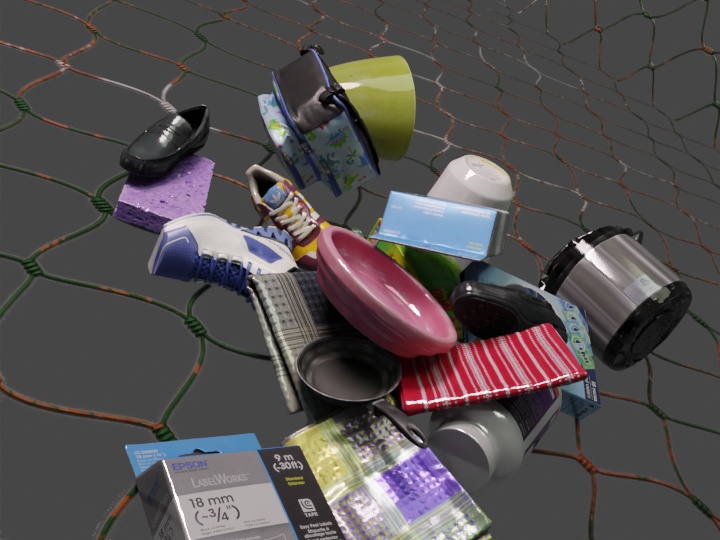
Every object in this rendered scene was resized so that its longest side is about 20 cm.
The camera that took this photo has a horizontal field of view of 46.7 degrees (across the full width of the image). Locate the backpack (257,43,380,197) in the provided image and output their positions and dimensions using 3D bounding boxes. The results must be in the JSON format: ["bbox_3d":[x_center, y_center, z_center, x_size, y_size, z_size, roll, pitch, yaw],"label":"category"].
[{"bbox_3d":[-0.068,-0.216,1.324,0.200,0.146,0.184,55,7,-45],"label":"backpack"}]

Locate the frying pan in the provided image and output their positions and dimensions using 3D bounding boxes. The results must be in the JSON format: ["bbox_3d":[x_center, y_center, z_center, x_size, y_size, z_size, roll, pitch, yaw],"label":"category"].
[{"bbox_3d":[0.017,0.123,0.881,0.189,0.031,0.115,26,35,27],"label":"frying pan"}]

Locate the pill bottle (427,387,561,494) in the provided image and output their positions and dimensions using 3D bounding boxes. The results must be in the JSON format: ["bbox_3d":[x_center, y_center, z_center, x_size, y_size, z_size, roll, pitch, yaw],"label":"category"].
[{"bbox_3d":[0.150,0.172,0.952,0.112,0.113,0.200,37,31,17],"label":"pill bottle"}]

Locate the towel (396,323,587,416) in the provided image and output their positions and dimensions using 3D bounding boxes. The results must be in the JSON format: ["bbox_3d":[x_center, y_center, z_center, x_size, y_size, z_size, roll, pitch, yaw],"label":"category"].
[{"bbox_3d":[0.136,0.108,0.928,0.198,0.023,0.145,-12,16,2],"label":"towel"}]

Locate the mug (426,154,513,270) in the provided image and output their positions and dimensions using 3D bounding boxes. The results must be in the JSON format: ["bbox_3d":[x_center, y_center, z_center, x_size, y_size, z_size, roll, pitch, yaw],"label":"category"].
[{"bbox_3d":[0.170,-0.109,1.358,0.148,0.154,0.187,21,30,-9],"label":"mug"}]

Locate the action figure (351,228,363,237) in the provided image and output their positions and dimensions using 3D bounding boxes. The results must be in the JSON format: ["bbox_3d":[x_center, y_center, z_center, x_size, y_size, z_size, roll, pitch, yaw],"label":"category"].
[{"bbox_3d":[0.000,0.000,1.164,0.117,0.055,0.200,13,29,-17],"label":"action figure"}]

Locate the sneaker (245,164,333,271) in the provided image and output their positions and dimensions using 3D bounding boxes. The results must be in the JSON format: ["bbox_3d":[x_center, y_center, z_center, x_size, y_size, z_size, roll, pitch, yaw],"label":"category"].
[{"bbox_3d":[-0.095,-0.069,1.138,0.200,0.075,0.090,42,-7,37],"label":"sneaker"}]

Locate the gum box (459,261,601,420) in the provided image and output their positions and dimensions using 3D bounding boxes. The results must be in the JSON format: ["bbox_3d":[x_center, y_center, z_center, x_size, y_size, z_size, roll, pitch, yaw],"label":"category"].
[{"bbox_3d":[0.230,0.093,1.141,0.199,0.045,0.171,25,43,-21],"label":"gum box"}]

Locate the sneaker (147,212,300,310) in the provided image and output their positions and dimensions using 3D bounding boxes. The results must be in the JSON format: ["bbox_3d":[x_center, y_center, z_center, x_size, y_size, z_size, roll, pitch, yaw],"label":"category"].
[{"bbox_3d":[-0.147,-0.003,1.022,0.198,0.081,0.115,2,36,-38],"label":"sneaker"}]

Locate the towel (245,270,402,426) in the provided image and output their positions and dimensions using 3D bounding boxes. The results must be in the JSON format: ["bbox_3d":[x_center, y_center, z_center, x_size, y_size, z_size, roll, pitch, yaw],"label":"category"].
[{"bbox_3d":[-0.027,0.089,0.983,0.192,0.035,0.201,-3,60,-44],"label":"towel"}]

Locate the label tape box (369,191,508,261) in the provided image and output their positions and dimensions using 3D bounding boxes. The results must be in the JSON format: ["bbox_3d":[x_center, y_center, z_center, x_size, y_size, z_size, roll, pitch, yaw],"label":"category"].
[{"bbox_3d":[0.110,-0.061,1.093,0.143,0.064,0.200,12,6,15],"label":"label tape box"}]

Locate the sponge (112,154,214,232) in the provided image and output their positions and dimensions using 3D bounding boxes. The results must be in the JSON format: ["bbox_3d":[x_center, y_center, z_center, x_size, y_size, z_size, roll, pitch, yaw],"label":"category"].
[{"bbox_3d":[-0.266,-0.115,1.152,0.111,0.030,0.201,19,30,-15],"label":"sponge"}]

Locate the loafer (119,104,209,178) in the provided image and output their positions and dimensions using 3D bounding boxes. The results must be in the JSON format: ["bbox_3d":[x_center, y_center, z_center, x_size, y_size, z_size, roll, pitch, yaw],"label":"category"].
[{"bbox_3d":[-0.268,-0.184,1.157,0.068,0.071,0.201,28,29,4],"label":"loafer"}]

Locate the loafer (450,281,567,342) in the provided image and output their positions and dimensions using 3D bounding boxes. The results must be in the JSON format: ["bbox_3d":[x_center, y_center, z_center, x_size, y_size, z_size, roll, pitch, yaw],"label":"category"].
[{"bbox_3d":[0.181,0.050,1.034,0.200,0.068,0.071,22,43,-38],"label":"loafer"}]

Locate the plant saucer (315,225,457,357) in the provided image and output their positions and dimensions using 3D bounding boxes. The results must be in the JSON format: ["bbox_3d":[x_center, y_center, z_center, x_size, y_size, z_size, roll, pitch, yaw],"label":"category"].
[{"bbox_3d":[0.022,0.031,0.964,0.200,0.051,0.201,38,15,-12],"label":"plant saucer"}]

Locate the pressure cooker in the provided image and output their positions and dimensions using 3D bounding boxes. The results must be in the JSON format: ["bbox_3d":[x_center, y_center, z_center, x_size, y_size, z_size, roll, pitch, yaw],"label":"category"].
[{"bbox_3d":[0.384,0.029,1.288,0.175,0.179,0.200,-10,47,-42],"label":"pressure cooker"}]

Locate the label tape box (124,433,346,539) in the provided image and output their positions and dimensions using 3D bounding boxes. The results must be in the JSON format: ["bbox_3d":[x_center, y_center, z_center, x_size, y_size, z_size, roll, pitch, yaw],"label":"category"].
[{"bbox_3d":[-0.112,0.207,0.745,0.143,0.064,0.200,3,38,-36],"label":"label tape box"}]

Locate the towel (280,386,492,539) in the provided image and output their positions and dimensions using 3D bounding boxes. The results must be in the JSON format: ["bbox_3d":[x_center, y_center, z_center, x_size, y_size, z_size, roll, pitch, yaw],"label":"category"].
[{"bbox_3d":[0.022,0.215,0.834,0.143,0.023,0.200,-21,52,-26],"label":"towel"}]

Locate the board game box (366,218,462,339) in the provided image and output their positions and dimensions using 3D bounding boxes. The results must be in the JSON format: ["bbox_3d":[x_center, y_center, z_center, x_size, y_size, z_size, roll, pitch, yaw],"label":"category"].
[{"bbox_3d":[0.098,0.010,1.207,0.101,0.048,0.201,1,44,-37],"label":"board game box"}]

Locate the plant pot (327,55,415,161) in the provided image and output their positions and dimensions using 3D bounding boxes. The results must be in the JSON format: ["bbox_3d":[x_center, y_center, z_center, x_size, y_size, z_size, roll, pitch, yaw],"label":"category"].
[{"bbox_3d":[-0.029,-0.287,1.479,0.198,0.188,0.188,-3,39,-19],"label":"plant pot"}]
